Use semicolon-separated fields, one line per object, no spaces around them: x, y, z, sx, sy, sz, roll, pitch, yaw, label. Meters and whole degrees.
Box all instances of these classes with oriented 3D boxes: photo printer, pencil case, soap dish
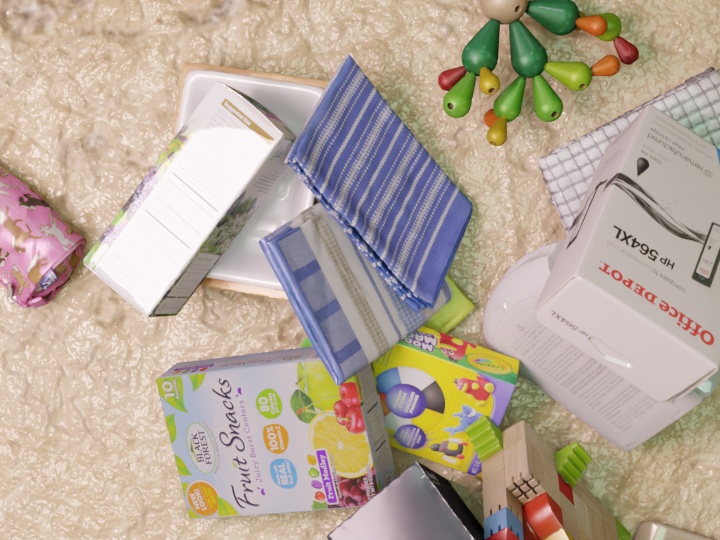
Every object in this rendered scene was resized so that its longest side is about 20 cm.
0.210;0.064;1.331;0.199;0.167;0.070;37;59;1;photo printer
-0.355;-0.053;1.376;0.199;0.087;0.083;39;123;0;pencil case
-0.101;-0.081;1.360;0.155;0.081;0.203;9;92;11;soap dish

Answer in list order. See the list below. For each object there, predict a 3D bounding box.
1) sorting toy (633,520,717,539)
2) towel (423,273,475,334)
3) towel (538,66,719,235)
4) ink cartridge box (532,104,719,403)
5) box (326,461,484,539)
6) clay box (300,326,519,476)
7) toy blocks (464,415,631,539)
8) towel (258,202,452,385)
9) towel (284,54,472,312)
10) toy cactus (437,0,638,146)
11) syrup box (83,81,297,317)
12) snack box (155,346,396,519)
0.336;0.354;1.394;0.198;0.036;0.187;17;91;1;sorting toy
0.014;-0.011;1.404;0.086;0.018;0.200;-42;91;6;towel
0.278;-0.073;1.365;0.198;0.086;0.167;-27;97;5;towel
0.252;-0.014;1.237;0.145;0.084;0.201;31;57;-6;ink cartridge box
0.079;0.279;1.295;0.104;0.200;0.183;-38;73;1;box
0.036;0.106;1.365;0.198;0.048;0.116;18;122;0;clay box
0.173;0.236;1.317;0.099;0.137;0.200;-34;115;22;toy blocks
0.000;0.000;1.313;0.024;0.200;0.148;-25;96;40;towel
0.025;-0.077;1.323;0.200;0.024;0.146;48;48;-25;towel
0.148;-0.216;1.356;0.198;0.102;0.167;-26;94;-6;toy cactus
-0.144;-0.061;1.287;0.081;0.079;0.201;38;96;9;syrup box
-0.077;0.148;1.345;0.197;0.053;0.144;-7;102;22;snack box
